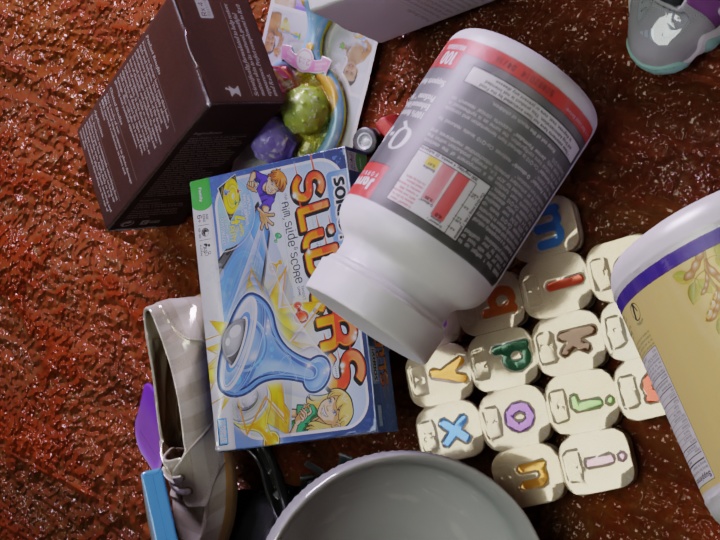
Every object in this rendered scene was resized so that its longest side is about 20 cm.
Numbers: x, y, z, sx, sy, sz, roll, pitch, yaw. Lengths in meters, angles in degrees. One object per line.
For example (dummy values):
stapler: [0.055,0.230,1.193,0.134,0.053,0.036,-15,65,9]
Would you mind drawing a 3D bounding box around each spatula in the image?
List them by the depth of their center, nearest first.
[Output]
spatula: [-0.142,0.073,1.146,0.057,0.021,0.200,45,111,44]

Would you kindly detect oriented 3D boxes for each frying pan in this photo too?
frying pan: [-0.094,0.117,1.069,0.115,0.031,0.191,-31,48,43]

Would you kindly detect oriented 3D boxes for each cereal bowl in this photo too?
cereal bowl: [0.021,0.217,0.921,0.083,0.199,0.201,166,105,-78]

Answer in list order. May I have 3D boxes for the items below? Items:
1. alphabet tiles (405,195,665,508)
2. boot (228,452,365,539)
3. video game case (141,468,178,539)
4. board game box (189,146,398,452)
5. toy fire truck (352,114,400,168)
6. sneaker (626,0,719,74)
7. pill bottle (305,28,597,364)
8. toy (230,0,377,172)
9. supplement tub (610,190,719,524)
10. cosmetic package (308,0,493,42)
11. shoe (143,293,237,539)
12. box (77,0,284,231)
alphabet tiles: [0.120,0.055,0.943,0.195,0.015,0.201,-17,77,25]
boot: [-0.038,0.241,1.026,0.162,0.073,0.199,-14,73,38]
video game case: [-0.142,0.237,1.054,0.200,0.018,0.144,112,144,-70]
board game box: [-0.049,0.023,0.997,0.135,0.034,0.201,-11,82,27]
toy fire truck: [0.000,0.000,1.023,0.200,0.049,0.141,-44,71,20]
sneaker: [0.195,-0.221,0.838,0.078,0.140,0.201,32,105,33]
pill bottle: [0.057,-0.047,0.910,0.116,0.116,0.200,29,82,34]
toy: [-0.053,-0.138,1.078,0.115,0.047,0.201,22,100,36]
supplement tub: [0.242,0.060,0.783,0.145,0.145,0.201,-33,68,30]
cosmetic package: [0.068,-0.228,0.949,0.199,0.101,0.072,-16,77,28]
shoe: [-0.134,0.119,1.050,0.070,0.053,0.201,-7,85,53]
box: [-0.147,-0.122,1.098,0.200,0.075,0.100,-41,62,49]
